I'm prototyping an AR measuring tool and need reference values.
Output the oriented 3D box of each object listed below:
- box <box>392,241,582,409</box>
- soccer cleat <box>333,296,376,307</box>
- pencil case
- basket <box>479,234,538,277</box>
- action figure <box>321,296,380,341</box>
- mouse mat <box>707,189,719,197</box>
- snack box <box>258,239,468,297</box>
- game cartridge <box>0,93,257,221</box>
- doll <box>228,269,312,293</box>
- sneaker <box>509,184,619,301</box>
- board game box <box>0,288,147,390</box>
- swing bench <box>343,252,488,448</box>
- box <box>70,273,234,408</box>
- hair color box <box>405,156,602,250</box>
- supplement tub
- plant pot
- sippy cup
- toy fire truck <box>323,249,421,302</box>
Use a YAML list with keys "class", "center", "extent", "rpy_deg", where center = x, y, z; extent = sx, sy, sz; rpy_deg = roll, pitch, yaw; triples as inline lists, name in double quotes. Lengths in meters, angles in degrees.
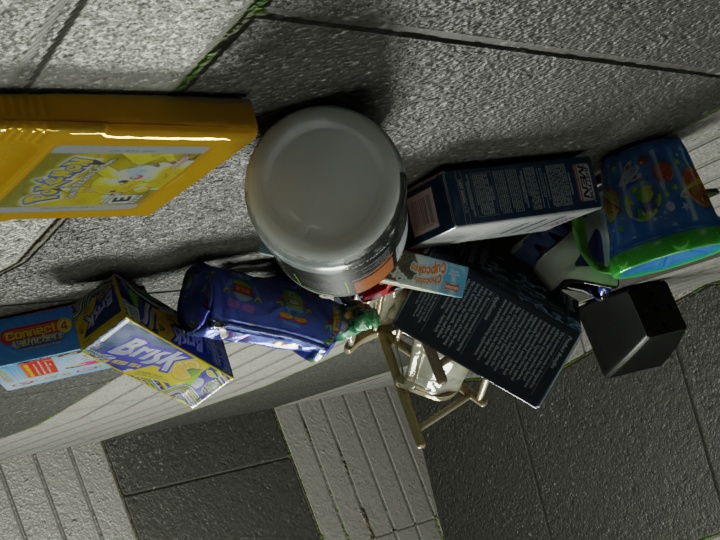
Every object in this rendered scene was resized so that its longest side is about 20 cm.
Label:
- class: "box"
  center: [0.154, 0.051, 1.333]
  extent: [0.108, 0.198, 0.149]
  rpy_deg: [-61, 179, 16]
- class: "soccer cleat"
  center: [0.057, 0.029, 1.625]
  extent: [0.197, 0.068, 0.077]
  rpy_deg: [-9, 165, -15]
- class: "pencil case"
  center: [-0.114, 0.052, 1.272]
  extent: [0.198, 0.087, 0.078]
  rpy_deg: [16, 121, -35]
- class: "basket"
  center: [0.206, 0.006, 1.509]
  extent: [0.179, 0.137, 0.200]
  rpy_deg: [-31, 169, -11]
- class: "action figure"
  center: [-0.047, 0.058, 1.465]
  extent: [0.198, 0.055, 0.118]
  rpy_deg: [3, -149, 44]
- class: "mouse mat"
  center: [0.425, -0.084, 1.688]
  extent: [0.159, 0.008, 0.199]
  rpy_deg: [-7, 167, -36]
- class: "snack box"
  center: [0.006, -0.010, 1.152]
  extent: [0.198, 0.038, 0.115]
  rpy_deg: [14, 178, -44]
- class: "game cartridge"
  center: [-0.196, -0.073, 0.762]
  extent: [0.198, 0.033, 0.175]
  rpy_deg: [-8, 168, -40]
- class: "doll"
  center: [-0.088, 0.019, 1.387]
  extent: [0.198, 0.049, 0.136]
  rpy_deg: [-6, 161, -42]
- class: "sneaker"
  center: [0.288, -0.031, 1.345]
  extent: [0.198, 0.116, 0.081]
  rpy_deg: [-33, 174, -10]
- class: "board game box"
  center: [-0.352, 0.088, 1.364]
  extent: [0.193, 0.057, 0.200]
  rpy_deg: [-12, 170, -14]
- class: "swing bench"
  center: [0.084, 0.096, 1.525]
  extent: [0.129, 0.201, 0.200]
  rpy_deg: [-29, 154, -22]
- class: "box"
  center: [-0.231, 0.083, 1.250]
  extent: [0.070, 0.065, 0.200]
  rpy_deg: [-35, 142, 12]
- class: "hair color box"
  center: [0.146, -0.072, 1.174]
  extent: [0.197, 0.062, 0.100]
  rpy_deg: [-8, 172, -31]
- class: "supplement tub"
  center: [-0.022, -0.047, 0.893]
  extent: [0.121, 0.124, 0.200]
  rpy_deg: [-14, 171, 0]
- class: "plant pot"
  center: [0.701, 0.134, 2.811]
  extent: [0.197, 0.203, 0.178]
  rpy_deg: [-9, 159, -27]
- class: "sippy cup"
  center: [0.328, -0.072, 1.238]
  extent: [0.175, 0.132, 0.140]
  rpy_deg: [-14, 170, -2]
- class: "toy fire truck"
  center: [0.000, 0.000, 1.329]
  extent: [0.139, 0.049, 0.200]
  rpy_deg: [-22, 167, -15]
